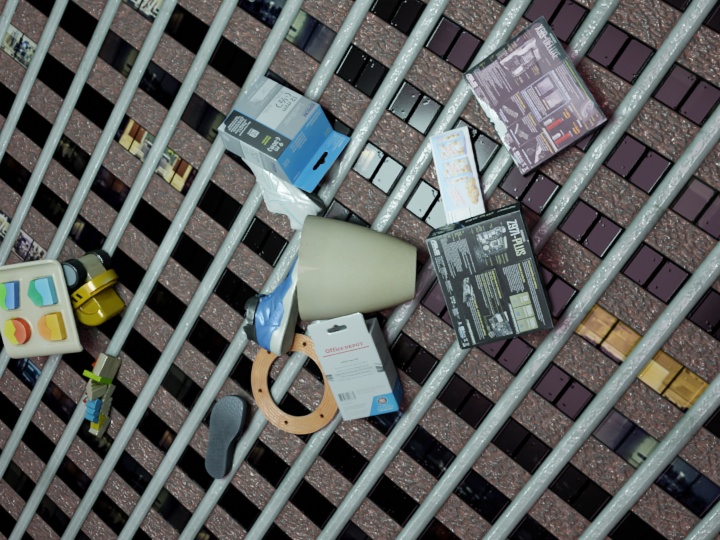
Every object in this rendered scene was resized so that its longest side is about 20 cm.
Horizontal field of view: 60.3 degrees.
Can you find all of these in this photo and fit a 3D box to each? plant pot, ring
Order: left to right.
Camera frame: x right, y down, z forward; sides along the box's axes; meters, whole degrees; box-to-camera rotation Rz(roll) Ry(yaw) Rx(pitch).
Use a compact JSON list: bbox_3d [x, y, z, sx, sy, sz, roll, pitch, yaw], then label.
[{"bbox_3d":[-0.127,0.225,1.235,0.196,0.019,0.205,2,95,19],"label":"ring"},{"bbox_3d":[0.000,0.000,1.098,0.196,0.187,0.192,3,96,5],"label":"plant pot"}]

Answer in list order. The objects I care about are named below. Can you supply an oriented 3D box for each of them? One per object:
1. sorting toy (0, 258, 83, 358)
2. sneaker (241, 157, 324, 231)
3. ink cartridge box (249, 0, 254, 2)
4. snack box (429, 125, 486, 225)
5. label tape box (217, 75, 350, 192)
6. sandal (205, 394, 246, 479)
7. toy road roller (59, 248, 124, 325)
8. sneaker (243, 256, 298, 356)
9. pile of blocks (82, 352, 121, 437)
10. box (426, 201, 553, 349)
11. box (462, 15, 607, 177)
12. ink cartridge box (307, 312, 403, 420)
[{"bbox_3d":[-0.675,0.084,1.270,0.181,0.037,0.204,-7,104,14],"label":"sorting toy"},{"bbox_3d":[-0.164,-0.156,1.184,0.200,0.070,0.081,43,109,10],"label":"sneaker"},{"bbox_3d":[-0.182,-0.602,1.120,0.067,0.116,0.201,42,106,9],"label":"ink cartridge box"},{"bbox_3d":[0.176,-0.144,1.091,0.071,0.024,0.204,-11,92,20],"label":"snack box"},{"bbox_3d":[-0.137,-0.250,1.132,0.198,0.066,0.144,28,69,16],"label":"label tape box"},{"bbox_3d":[-0.280,0.339,1.292,0.075,0.043,0.203,30,114,21],"label":"sandal"},{"bbox_3d":[-0.605,0.062,1.333,0.198,0.123,0.147,-33,96,18],"label":"toy road roller"},{"bbox_3d":[-0.166,0.052,1.201,0.110,0.077,0.204,20,97,20],"label":"sneaker"},{"bbox_3d":[-0.589,0.270,1.365,0.061,0.082,0.204,16,101,16],"label":"pile of blocks"},{"bbox_3d":[0.219,0.010,1.044,0.161,0.086,0.203,-17,99,19],"label":"box"},{"bbox_3d":[0.285,-0.284,1.026,0.156,0.050,0.202,-33,85,19],"label":"box"},{"bbox_3d":[-0.007,0.164,1.134,0.114,0.067,0.203,-14,108,19],"label":"ink cartridge box"}]
